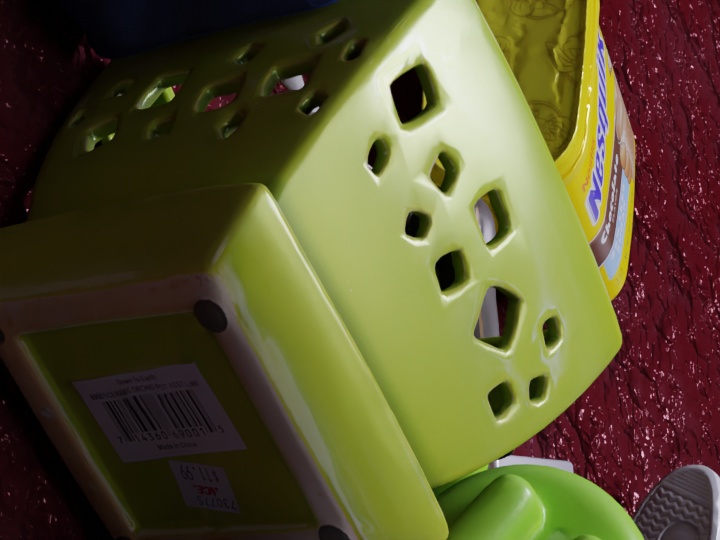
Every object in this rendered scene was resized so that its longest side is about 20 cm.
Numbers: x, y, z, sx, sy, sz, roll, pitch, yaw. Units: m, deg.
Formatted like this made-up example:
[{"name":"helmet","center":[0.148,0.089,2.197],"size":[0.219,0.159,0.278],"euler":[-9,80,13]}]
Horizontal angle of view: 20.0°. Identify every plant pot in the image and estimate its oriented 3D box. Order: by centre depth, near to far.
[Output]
[{"name":"plant pot","center":[-0.037,0.012,0.866],"size":[0.182,0.200,0.199],"euler":[-50,121,-42]}]

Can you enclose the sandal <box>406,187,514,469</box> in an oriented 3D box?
[{"name":"sandal","center":[0.053,0.055,1.010],"size":[0.055,0.082,0.200],"euler":[-6,106,-30]}]

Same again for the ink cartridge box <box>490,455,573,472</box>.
[{"name":"ink cartridge box","center":[0.064,0.199,1.091],"size":[0.176,0.045,0.200],"euler":[12,70,-56]}]

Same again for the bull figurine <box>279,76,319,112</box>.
[{"name":"bull figurine","center":[-0.024,-0.138,1.046],"size":[0.200,0.065,0.122],"euler":[-36,113,-54]}]

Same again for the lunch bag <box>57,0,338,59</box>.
[{"name":"lunch bag","center":[-0.072,-0.190,0.866],"size":[0.132,0.200,0.136],"euler":[47,49,-35]}]

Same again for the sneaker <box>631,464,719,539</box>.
[{"name":"sneaker","center":[0.216,0.229,1.281],"size":[0.118,0.074,0.201],"euler":[23,71,-45]}]

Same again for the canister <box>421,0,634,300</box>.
[{"name":"canister","center":[0.101,-0.075,1.147],"size":[0.200,0.086,0.149],"euler":[56,37,-62]}]

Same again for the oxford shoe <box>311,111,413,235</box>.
[{"name":"oxford shoe","center":[0.000,0.000,1.028],"size":[0.200,0.074,0.071],"euler":[51,41,-36]}]

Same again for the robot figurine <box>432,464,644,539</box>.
[{"name":"robot figurine","center":[0.078,0.159,0.911],"size":[0.116,0.175,0.200],"euler":[-49,155,-11]}]
